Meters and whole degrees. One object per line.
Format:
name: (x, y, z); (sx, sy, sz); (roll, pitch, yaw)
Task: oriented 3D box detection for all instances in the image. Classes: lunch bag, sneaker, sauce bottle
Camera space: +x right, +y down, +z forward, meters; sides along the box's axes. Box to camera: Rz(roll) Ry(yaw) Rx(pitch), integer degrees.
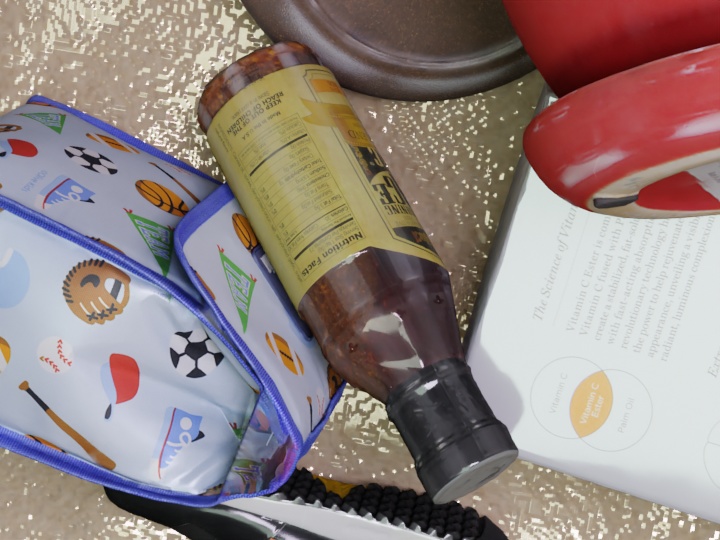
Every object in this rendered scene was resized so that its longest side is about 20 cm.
lunch bag: (-0.098, 0.013, 0.737); (0.198, 0.170, 0.125); (26, 107, 3)
sneaker: (-0.033, 0.142, 0.801); (0.198, 0.070, 0.091); (13, 98, 3)
sauce bottle: (0.000, 0.000, 0.700); (0.066, 0.066, 0.201); (-33, 72, 12)

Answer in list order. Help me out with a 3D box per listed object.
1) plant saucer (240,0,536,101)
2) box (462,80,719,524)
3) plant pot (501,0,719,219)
plant saucer: (0.036, -0.160, 0.718); (0.197, 0.032, 0.202); (-5, 119, -9)
box: (0.152, 0.018, 0.736); (0.198, 0.106, 0.154); (18, 102, 4)
plant pot: (0.139, -0.122, 0.590); (0.198, 0.200, 0.185); (-10, 81, 9)
